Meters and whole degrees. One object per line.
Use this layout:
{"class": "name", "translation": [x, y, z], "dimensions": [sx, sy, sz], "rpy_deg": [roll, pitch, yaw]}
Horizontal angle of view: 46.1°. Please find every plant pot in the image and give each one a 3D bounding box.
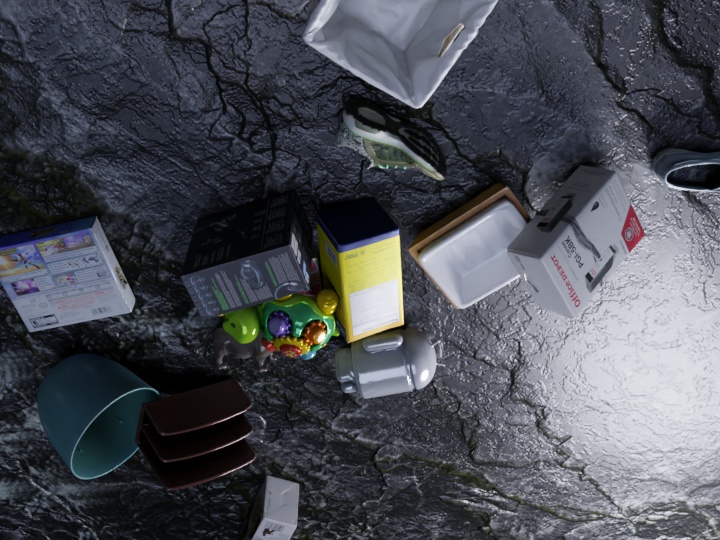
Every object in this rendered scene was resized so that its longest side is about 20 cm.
{"class": "plant pot", "translation": [-0.492, 0.249, 1.548], "dimensions": [0.160, 0.200, 0.202], "rpy_deg": [36, 127, 23]}

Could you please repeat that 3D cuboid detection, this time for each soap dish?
{"class": "soap dish", "translation": [0.202, -0.043, 1.427], "dimensions": [0.199, 0.082, 0.158], "rpy_deg": [-32, 120, 20]}

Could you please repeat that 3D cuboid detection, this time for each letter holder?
{"class": "letter holder", "translation": [-0.293, 0.305, 1.570], "dimensions": [0.198, 0.142, 0.101], "rpy_deg": [-12, 135, -39]}

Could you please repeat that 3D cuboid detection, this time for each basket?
{"class": "basket", "translation": [0.051, -0.369, 1.144], "dimensions": [0.198, 0.162, 0.199], "rpy_deg": [27, 121, -18]}

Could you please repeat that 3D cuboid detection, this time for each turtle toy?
{"class": "turtle toy", "translation": [-0.131, 0.088, 1.414], "dimensions": [0.197, 0.102, 0.146], "rpy_deg": [14, 150, -9]}

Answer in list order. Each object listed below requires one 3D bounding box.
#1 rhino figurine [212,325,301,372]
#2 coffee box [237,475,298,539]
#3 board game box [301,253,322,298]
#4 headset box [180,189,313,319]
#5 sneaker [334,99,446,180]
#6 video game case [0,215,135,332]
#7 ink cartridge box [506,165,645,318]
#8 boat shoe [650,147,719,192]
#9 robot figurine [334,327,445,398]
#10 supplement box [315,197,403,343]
{"class": "rhino figurine", "translation": [-0.181, 0.137, 1.541], "dimensions": [0.197, 0.060, 0.088], "rpy_deg": [0, 127, 16]}
{"class": "coffee box", "translation": [-0.203, 0.556, 1.824], "dimensions": [0.079, 0.114, 0.201], "rpy_deg": [18, 124, -14]}
{"class": "board game box", "translation": [-0.167, 0.030, 1.488], "dimensions": [0.197, 0.030, 0.097], "rpy_deg": [-6, 113, 2]}
{"class": "headset box", "translation": [-0.186, -0.025, 1.372], "dimensions": [0.197, 0.175, 0.094], "rpy_deg": [-16, 123, 9]}
{"class": "sneaker", "translation": [0.045, -0.191, 1.336], "dimensions": [0.198, 0.077, 0.089], "rpy_deg": [28, 134, -14]}
{"class": "video game case", "translation": [-0.518, 0.009, 1.468], "dimensions": [0.197, 0.046, 0.183], "rpy_deg": [-11, 126, 6]}
{"class": "ink cartridge box", "translation": [0.350, -0.046, 1.367], "dimensions": [0.200, 0.083, 0.147], "rpy_deg": [-47, 122, -14]}
{"class": "boat shoe", "translation": [0.572, -0.152, 1.364], "dimensions": [0.197, 0.072, 0.071], "rpy_deg": [3, 126, -4]}
{"class": "robot figurine", "translation": [0.054, 0.170, 1.555], "dimensions": [0.197, 0.114, 0.170], "rpy_deg": [-11, 145, 7]}
{"class": "supplement box", "translation": [0.000, 0.000, 1.419], "dimensions": [0.107, 0.110, 0.202], "rpy_deg": [-16, 127, -16]}
